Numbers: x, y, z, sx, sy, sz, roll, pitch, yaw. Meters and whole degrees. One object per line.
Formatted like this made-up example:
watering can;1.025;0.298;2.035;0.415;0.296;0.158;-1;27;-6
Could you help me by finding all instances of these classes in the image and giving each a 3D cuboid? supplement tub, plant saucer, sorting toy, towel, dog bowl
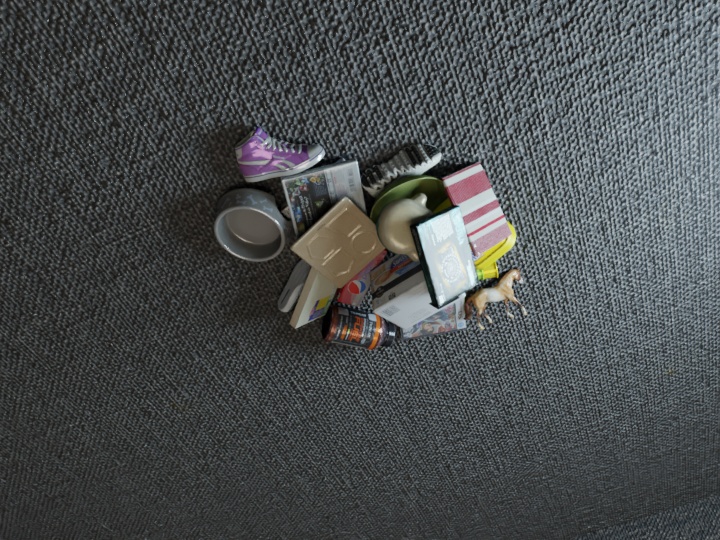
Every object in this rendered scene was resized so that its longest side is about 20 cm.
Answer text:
supplement tub;-0.004;0.166;1.641;0.199;0.107;0.107;12;125;-17
plant saucer;0.113;-0.171;1.403;0.199;0.031;0.200;-17;153;-9
sorting toy;-0.046;-0.067;1.408;0.185;0.037;0.200;-42;128;12
towel;0.279;-0.148;1.382;0.023;0.144;0.201;-19;97;54
dog bowl;-0.266;-0.103;1.407;0.199;0.059;0.201;4;134;4

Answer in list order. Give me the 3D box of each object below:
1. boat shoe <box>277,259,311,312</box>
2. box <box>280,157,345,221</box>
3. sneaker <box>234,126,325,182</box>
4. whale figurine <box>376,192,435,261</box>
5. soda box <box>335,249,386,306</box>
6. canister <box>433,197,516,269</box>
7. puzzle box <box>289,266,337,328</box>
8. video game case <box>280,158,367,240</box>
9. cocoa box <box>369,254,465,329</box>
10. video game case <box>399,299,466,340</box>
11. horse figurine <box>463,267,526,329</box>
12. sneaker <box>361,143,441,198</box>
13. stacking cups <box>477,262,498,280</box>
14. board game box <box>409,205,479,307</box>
boat shoe;-0.151;0.035;1.555;0.071;0.072;0.200;12;129;-39
box;-0.107;-0.195;1.394;0.200;0.039;0.041;-35;125;18
sneaker;-0.187;-0.276;1.304;0.200;0.073;0.115;-14;124;3
whale figurine;0.133;-0.102;1.361;0.199;0.104;0.160;1;95;-15
soda box;0.000;0.000;1.541;0.070;0.064;0.200;14;125;-17
canister;0.273;-0.096;1.471;0.199;0.087;0.149;23;132;-27
puzzle box;-0.111;0.057;1.537;0.133;0.025;0.201;-22;143;-52
video game case;-0.080;-0.154;1.375;0.181;0.023;0.201;-15;125;-5
cocoa box;0.140;0.033;1.453;0.200;0.132;0.133;-33;134;31
video game case;0.207;0.119;1.681;0.199;0.026;0.181;-10;128;0
horse figurine;0.379;0.087;1.640;0.199;0.050;0.133;-20;101;13
sneaker;0.102;-0.236;1.378;0.199;0.075;0.081;-24;143;11
stacking cups;0.277;0.014;1.595;0.199;0.061;0.061;-13;128;8
board game box;0.196;-0.033;1.321;0.135;0.028;0.201;-26;108;-27
